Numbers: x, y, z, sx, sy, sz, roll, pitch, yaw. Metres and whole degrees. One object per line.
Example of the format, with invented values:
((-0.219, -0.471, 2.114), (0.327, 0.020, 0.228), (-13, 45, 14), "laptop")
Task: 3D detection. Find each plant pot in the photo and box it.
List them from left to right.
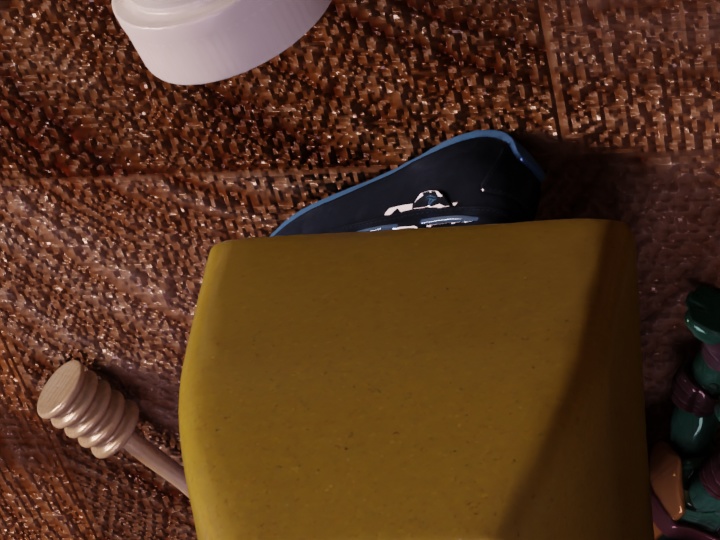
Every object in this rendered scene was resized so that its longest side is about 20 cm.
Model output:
((0.020, 0.111, 0.784), (0.193, 0.200, 0.196), (-3, 114, 11), "plant pot")

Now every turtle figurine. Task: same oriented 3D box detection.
((0.146, 0.111, 0.948), (0.100, 0.150, 0.201), (-7, 143, -34), "turtle figurine")

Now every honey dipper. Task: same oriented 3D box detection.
((-0.099, 0.120, 1.077), (0.038, 0.038, 0.200), (-27, 126, 35), "honey dipper")

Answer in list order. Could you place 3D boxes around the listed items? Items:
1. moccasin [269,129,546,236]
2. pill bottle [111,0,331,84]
((0.000, 0.000, 0.901), (0.080, 0.069, 0.200), (36, 132, -19), "moccasin")
((-0.088, -0.176, 0.722), (0.108, 0.110, 0.201), (-10, 130, 24), "pill bottle")
